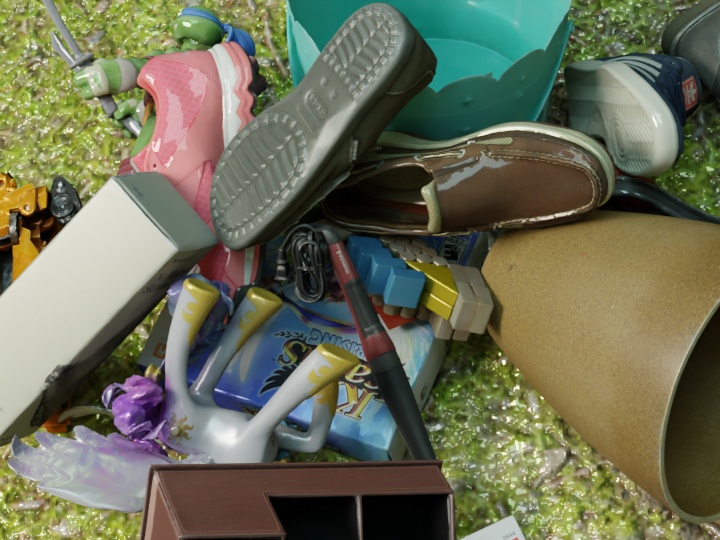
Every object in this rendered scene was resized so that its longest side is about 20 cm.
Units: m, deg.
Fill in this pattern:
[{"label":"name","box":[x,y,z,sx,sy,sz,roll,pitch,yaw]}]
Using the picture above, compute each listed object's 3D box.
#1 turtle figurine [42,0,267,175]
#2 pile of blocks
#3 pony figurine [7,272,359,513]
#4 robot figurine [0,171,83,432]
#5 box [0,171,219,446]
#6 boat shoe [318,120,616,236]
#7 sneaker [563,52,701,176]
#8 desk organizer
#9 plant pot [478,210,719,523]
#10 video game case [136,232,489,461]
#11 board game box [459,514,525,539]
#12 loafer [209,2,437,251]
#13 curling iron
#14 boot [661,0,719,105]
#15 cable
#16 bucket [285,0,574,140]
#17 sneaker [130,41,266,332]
[{"label":"turtle figurine","box":[-0.180,-0.105,1.350,0.199,0.144,0.195,12,73,-22]},{"label":"pile of blocks","box":[0.000,0.000,1.253,0.200,0.062,0.082,35,34,29]},{"label":"pony figurine","box":[-0.112,0.106,1.215,0.192,0.167,0.201,25,106,5]},{"label":"robot figurine","box":[-0.262,0.023,1.349,0.144,0.058,0.201,-6,63,7]},{"label":"box","box":[-0.192,0.026,1.225,0.200,0.082,0.068,-45,83,17]},{"label":"boat shoe","box":[0.065,-0.048,1.199,0.201,0.075,0.075,-1,31,31]},{"label":"sneaker","box":[0.204,-0.117,1.277,0.084,0.076,0.200,-9,18,-7]},{"label":"desk organizer","box":[-0.033,0.171,1.159,0.199,0.072,0.077,1,25,-21]},{"label":"plant pot","box":[0.179,0.036,1.207,0.199,0.187,0.187,29,70,40]},{"label":"video game case","box":[-0.033,0.026,1.312,0.199,0.046,0.182,17,68,18]},{"label":"board game box","box":[0.052,0.221,1.107,0.126,0.200,0.035,-24,60,-3]},{"label":"loafer","box":[-0.020,-0.083,1.190,0.200,0.069,0.075,-44,53,25]},{"label":"curling iron","box":[0.005,0.056,1.220,0.049,0.201,0.026,-24,14,27]},{"label":"boot","box":[0.327,-0.140,1.299,0.181,0.073,0.200,-38,46,5]},{"label":"cable","box":[0.238,-0.038,1.265,0.199,0.097,0.051,9,69,14]},{"label":"bucket","box":[0.048,-0.154,1.316,0.205,0.135,0.208,-2,49,2]},{"label":"sneaker","box":[-0.116,-0.056,1.271,0.086,0.074,0.202,-3,84,-15]}]
